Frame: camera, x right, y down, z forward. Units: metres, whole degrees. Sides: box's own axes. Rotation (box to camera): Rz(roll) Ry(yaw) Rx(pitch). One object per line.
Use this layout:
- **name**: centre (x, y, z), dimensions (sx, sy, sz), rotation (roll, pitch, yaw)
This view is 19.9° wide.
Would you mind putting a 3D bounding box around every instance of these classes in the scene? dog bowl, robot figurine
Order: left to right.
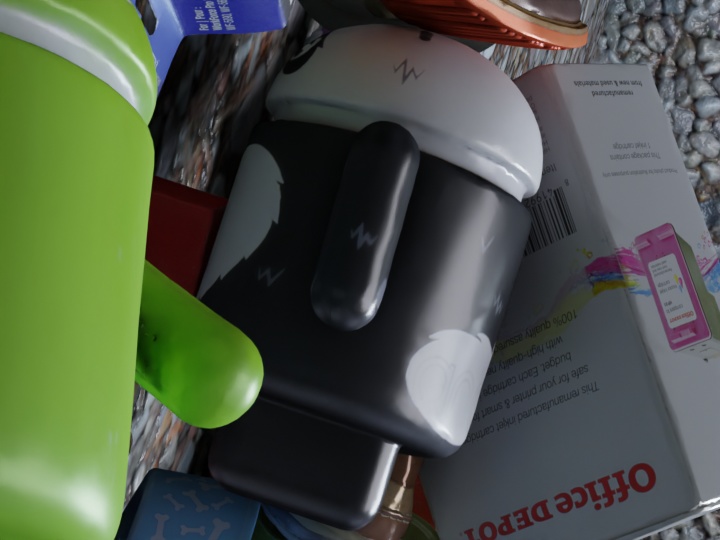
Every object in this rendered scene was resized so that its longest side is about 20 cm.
- **robot figurine**: centre (-0.107, 0.000, 0.464), dimensions (0.175, 0.115, 0.202), rotation (26, 59, -44)
- **dog bowl**: centre (-0.097, 0.152, 0.915), dimensions (0.200, 0.049, 0.112), rotation (127, -16, -63)
- **robot figurine**: centre (-0.002, 0.000, 0.829), dimensions (0.124, 0.150, 0.202), rotation (24, 80, -37)

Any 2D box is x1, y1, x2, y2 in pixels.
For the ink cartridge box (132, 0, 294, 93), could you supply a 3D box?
- **ink cartridge box**: centre (-0.026, -0.153, 0.669), dimensions (0.100, 0.039, 0.202), rotation (72, 38, -76)

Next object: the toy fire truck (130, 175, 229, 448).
- **toy fire truck**: centre (-0.113, 0.071, 0.824), dimensions (0.141, 0.048, 0.202), rotation (-51, 158, -69)

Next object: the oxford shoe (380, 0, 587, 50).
- **oxford shoe**: centre (0.035, -0.134, 0.798), dimensions (0.199, 0.071, 0.073), rotation (16, 87, -55)

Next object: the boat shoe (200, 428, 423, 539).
- **boat shoe**: centre (-0.025, 0.064, 0.957), dimensions (0.075, 0.200, 0.072), rotation (23, 104, -39)

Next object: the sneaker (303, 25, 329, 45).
- **sneaker**: centre (0.001, -0.073, 1.032), dimensions (0.140, 0.077, 0.202), rotation (151, -42, -78)

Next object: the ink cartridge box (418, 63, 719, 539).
- **ink cartridge box**: centre (0.086, 0.028, 0.916), dimensions (0.084, 0.144, 0.202), rotation (-5, 73, -47)

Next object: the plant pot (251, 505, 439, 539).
- **plant pot**: centre (-0.024, 0.215, 0.987), dimensions (0.187, 0.185, 0.202), rotation (-44, 149, -70)

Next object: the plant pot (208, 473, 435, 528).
- **plant pot**: centre (-0.018, 0.188, 1.189), dimensions (0.176, 0.198, 0.201), rotation (63, 45, -66)

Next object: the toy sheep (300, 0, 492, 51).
- **toy sheep**: centre (0.023, -0.156, 0.919), dimensions (0.200, 0.137, 0.139), rotation (70, 39, -65)
